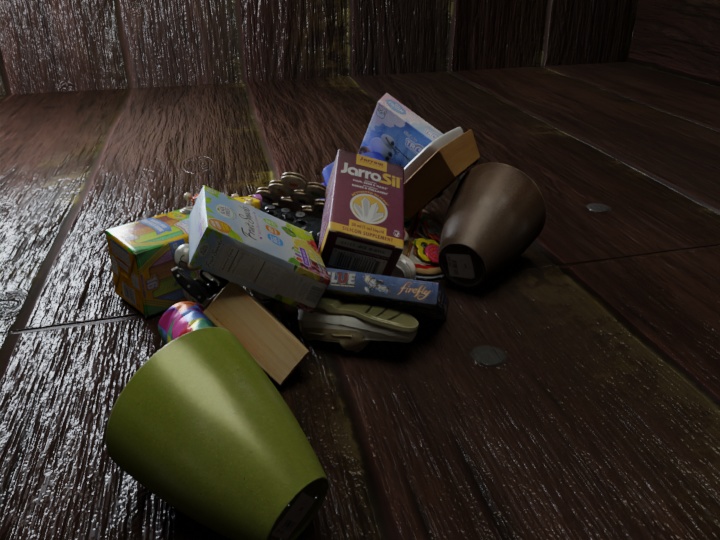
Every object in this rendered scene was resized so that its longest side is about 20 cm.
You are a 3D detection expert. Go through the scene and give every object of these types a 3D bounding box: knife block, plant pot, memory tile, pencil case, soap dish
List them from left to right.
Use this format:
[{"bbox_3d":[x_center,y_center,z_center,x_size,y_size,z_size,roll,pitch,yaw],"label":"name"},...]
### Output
[{"bbox_3d":[-0.223,0.119,0.914,0.087,0.090,0.199,-15,30,-26],"label":"pencil case"},{"bbox_3d":[-0.181,0.059,0.929,0.064,0.176,0.199,-48,41,-5],"label":"knife block"},{"bbox_3d":[-0.134,0.196,0.689,0.198,0.190,0.186,34,40,26],"label":"plant pot"},{"bbox_3d":[-0.127,-0.134,1.270,0.151,0.017,0.198,22,-22,-31],"label":"memory tile"},{"bbox_3d":[0.144,-0.190,1.254,0.082,0.157,0.200,49,34,1],"label":"soap dish"},{"bbox_3d":[0.223,-0.065,1.189,0.183,0.190,0.201,14,43,27],"label":"plant pot"}]

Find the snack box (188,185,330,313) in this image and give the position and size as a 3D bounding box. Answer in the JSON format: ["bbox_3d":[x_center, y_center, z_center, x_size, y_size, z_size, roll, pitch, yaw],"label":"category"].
[{"bbox_3d":[-0.155,-0.034,0.969,0.197,0.069,0.169,22,19,-25],"label":"snack box"}]

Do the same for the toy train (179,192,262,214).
[{"bbox_3d":[-0.251,-0.101,1.151,0.146,0.057,0.200,-1,16,-5],"label":"toy train"}]

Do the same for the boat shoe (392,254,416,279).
[{"bbox_3d":[0.000,0.000,1.154,0.196,0.074,0.068,13,31,23],"label":"boat shoe"}]

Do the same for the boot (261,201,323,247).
[{"bbox_3d":[-0.107,-0.092,1.231,0.196,0.067,0.164,12,21,29],"label":"boot"}]

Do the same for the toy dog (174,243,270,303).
[{"bbox_3d":[-0.203,0.006,1.082,0.196,0.135,0.096,-13,33,-22],"label":"toy dog"}]

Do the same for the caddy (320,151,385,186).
[{"bbox_3d":[-0.006,-0.173,1.416,0.197,0.142,0.106,-18,69,-30],"label":"caddy"}]

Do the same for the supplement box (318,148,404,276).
[{"bbox_3d":[0.003,-0.091,1.097,0.128,0.104,0.203,12,48,-10],"label":"supplement box"}]

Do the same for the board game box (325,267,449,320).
[{"bbox_3d":[0.037,0.038,1.036,0.195,0.035,0.135,8,-12,16],"label":"board game box"}]

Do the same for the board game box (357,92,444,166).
[{"bbox_3d":[0.097,-0.256,1.432,0.198,0.200,0.043,37,54,7],"label":"board game box"}]

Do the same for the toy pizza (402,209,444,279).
[{"bbox_3d":[0.100,-0.068,1.234,0.196,0.032,0.203,14,45,-14],"label":"toy pizza"}]

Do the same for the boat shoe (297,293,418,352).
[{"bbox_3d":[-0.005,0.086,0.990,0.196,0.070,0.074,12,16,24],"label":"boat shoe"}]

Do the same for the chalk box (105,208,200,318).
[{"bbox_3d":[-0.328,-0.025,1.149,0.198,0.126,0.123,-25,36,-39],"label":"chalk box"}]
